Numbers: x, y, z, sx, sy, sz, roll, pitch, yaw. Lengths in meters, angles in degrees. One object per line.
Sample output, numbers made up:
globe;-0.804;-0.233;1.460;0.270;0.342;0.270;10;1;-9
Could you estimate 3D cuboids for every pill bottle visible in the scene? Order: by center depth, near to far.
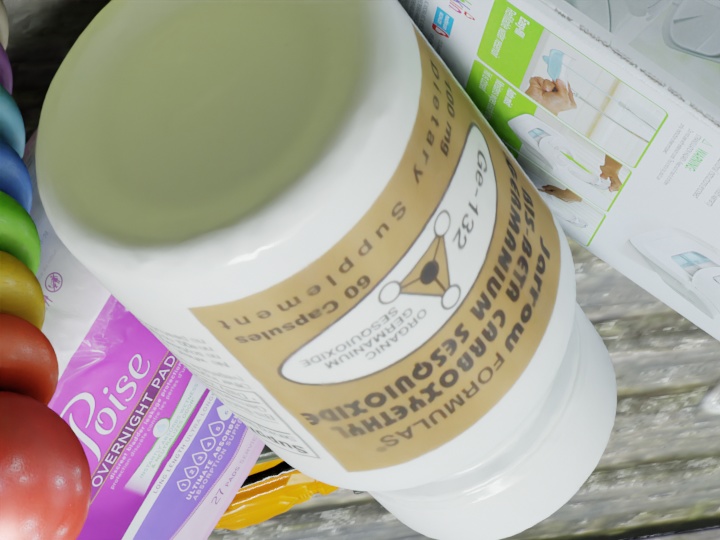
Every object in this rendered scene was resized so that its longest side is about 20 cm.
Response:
pill bottle;0.000;0.000;0.845;0.114;0.115;0.200;-27;141;12

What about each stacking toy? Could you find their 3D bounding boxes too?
stacking toy;-0.126;0.003;0.843;0.085;0.201;0.086;-14;150;-8

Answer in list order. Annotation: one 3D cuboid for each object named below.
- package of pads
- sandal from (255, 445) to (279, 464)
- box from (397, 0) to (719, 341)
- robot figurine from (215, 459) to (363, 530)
package of pads;-0.091;0.043;0.928;0.120;0.076;0.201;28;93;-53
sandal;-0.084;0.048;1.028;0.200;0.080;0.057;-6;178;-7
box;0.102;-0.057;0.830;0.097;0.176;0.200;-55;175;-10
robot figurine;-0.023;0.052;1.112;0.199;0.058;0.145;-20;160;1
